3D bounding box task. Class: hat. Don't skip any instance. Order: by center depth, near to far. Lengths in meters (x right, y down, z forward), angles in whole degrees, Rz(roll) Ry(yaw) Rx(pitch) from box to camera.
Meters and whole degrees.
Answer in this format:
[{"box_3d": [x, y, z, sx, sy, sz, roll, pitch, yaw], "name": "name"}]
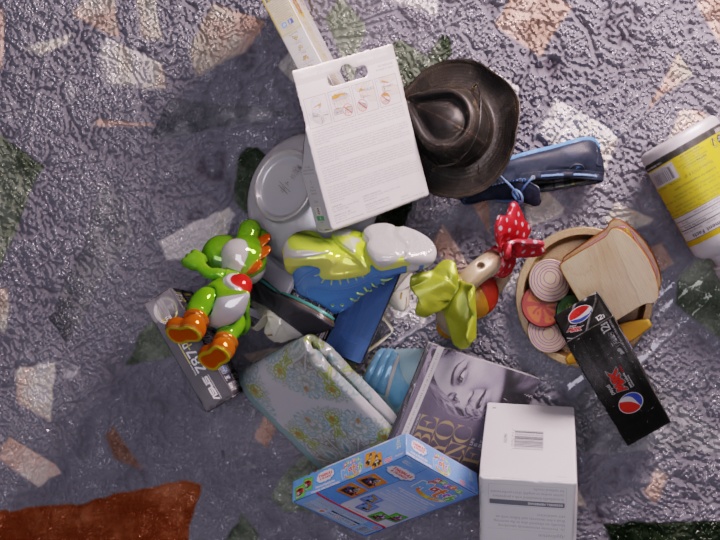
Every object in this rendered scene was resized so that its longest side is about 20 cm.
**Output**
[{"box_3d": [0.107, -0.194, 1.614, 0.198, 0.080, 0.205, -7, 78, 34], "name": "hat"}]

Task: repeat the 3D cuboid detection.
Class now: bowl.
[{"box_3d": [-0.079, -0.100, 1.637, 0.198, 0.090, 0.205, -8, 73, 29], "name": "bowl"}]

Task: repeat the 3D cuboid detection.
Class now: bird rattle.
[{"box_3d": [0.152, 0.011, 1.614, 0.112, 0.164, 0.200, 37, 65, 15], "name": "bird rattle"}]

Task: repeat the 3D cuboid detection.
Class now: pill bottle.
[{"box_3d": [0.453, -0.086, 1.582, 0.110, 0.111, 0.202, -29, 88, 9], "name": "pill bottle"}]

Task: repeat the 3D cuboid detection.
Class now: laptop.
[{"box_3d": [-0.045, 0.003, 1.648, 0.197, 0.116, 0.190, 24, 85, 8], "name": "laptop"}]

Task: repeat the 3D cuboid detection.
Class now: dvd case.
[{"box_3d": [0.137, 0.187, 1.627, 0.198, 0.016, 0.151, 19, 97, -34], "name": "dvd case"}]

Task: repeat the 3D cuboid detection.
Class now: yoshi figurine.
[{"box_3d": [-0.180, 0.024, 1.573, 0.110, 0.113, 0.202, 16, 53, 9], "name": "yoshi figurine"}]

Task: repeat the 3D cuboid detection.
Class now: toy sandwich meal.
[{"box_3d": [0.302, 0.034, 1.630, 0.201, 0.070, 0.209, 0, 92, 9], "name": "toy sandwich meal"}]

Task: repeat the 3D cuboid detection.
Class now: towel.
[{"box_3d": [-0.050, 0.179, 1.643, 0.200, 0.048, 0.170, 46, 136, -14], "name": "towel"}]

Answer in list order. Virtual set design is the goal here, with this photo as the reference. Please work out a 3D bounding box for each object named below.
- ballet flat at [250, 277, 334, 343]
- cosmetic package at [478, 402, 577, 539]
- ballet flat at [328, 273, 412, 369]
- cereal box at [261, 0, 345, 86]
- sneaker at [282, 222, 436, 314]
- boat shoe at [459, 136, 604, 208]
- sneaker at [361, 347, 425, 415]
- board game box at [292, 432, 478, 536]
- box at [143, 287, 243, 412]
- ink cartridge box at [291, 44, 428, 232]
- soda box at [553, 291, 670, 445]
[{"box_3d": [-0.112, 0.056, 1.623, 0.199, 0.072, 0.074, 27, 98, 43], "name": "ballet flat"}, {"box_3d": [0.213, 0.305, 1.567, 0.121, 0.200, 0.204, 3, 111, 8], "name": "cosmetic package"}, {"box_3d": [0.031, 0.049, 1.679, 0.063, 0.067, 0.201, 37, 104, 4], "name": "ballet flat"}, {"box_3d": [-0.064, -0.284, 1.640, 0.039, 0.144, 0.202, -27, 87, 9], "name": "cereal box"}, {"box_3d": [0.000, 0.000, 1.580, 0.196, 0.076, 0.106, 3, 127, 8], "name": "sneaker"}, {"box_3d": [0.226, -0.118, 1.629, 0.197, 0.084, 0.070, -18, 78, 12], "name": "boat shoe"}, {"box_3d": [0.056, 0.195, 1.681, 0.128, 0.079, 0.204, 5, 103, 23], "name": "sneaker"}, {"box_3d": [0.032, 0.285, 1.619, 0.198, 0.151, 0.037, -27, 47, 33], "name": "board game box"}, {"box_3d": [-0.216, 0.104, 1.650, 0.049, 0.200, 0.163, -28, 89, -1], "name": "box"}, {"box_3d": [-0.007, -0.168, 1.567, 0.159, 0.050, 0.203, -20, 99, -30], "name": "ink cartridge box"}, {"box_3d": [0.325, 0.128, 1.588, 0.070, 0.064, 0.201, -29, 119, 9], "name": "soda box"}]
